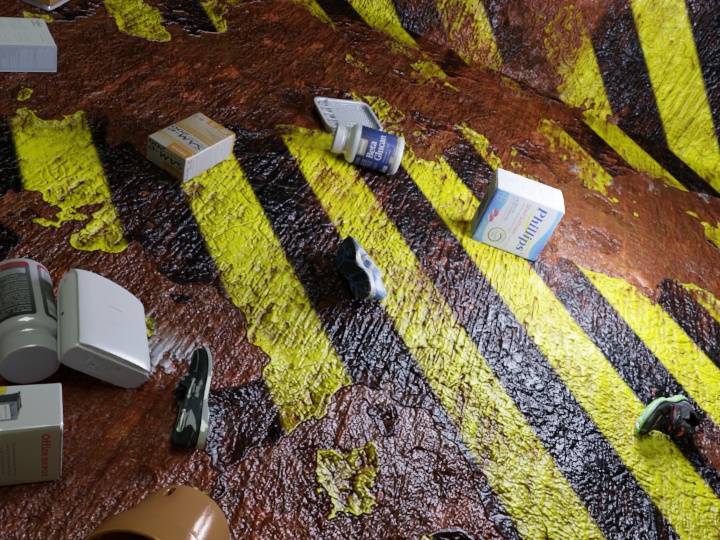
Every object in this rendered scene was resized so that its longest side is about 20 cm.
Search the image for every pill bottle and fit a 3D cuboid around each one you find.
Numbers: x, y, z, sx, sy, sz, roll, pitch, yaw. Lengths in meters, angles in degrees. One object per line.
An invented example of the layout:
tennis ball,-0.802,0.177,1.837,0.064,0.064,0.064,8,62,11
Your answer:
pill bottle,0.018,-0.356,1.975,0.197,0.112,0.112,14,40,-10
pill bottle,-0.584,0.086,1.185,0.112,0.115,0.201,-5,47,-30

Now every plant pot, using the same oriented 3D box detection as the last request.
plant pot,-0.270,0.395,0.945,0.198,0.202,0.140,26,22,4

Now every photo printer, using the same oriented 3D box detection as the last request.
photo printer,-0.458,0.095,1.220,0.166,0.069,0.202,38,22,-45

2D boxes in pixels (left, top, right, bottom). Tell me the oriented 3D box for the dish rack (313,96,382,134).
dish rack,-0.043,-0.470,2.129,0.197,0.044,0.173,-2,44,-27

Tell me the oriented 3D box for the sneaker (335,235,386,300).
sneaker,0.000,0.000,1.612,0.076,0.076,0.202,21,33,-39

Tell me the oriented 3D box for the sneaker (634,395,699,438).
sneaker,0.701,0.338,1.554,0.197,0.078,0.084,-8,44,-31

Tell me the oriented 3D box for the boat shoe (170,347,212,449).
boat shoe,-0.299,0.217,1.207,0.059,0.076,0.202,12,39,-21

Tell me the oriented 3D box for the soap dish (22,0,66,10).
soap dish,-1.001,-0.888,2.105,0.197,0.082,0.158,21,39,-1

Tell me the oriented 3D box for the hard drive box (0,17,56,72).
hard drive box,-0.930,-0.602,1.822,0.197,0.077,0.157,-10,49,-34

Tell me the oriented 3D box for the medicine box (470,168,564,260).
medicine box,0.429,-0.153,1.889,0.197,0.184,0.104,19,39,-3

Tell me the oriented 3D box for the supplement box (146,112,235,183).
supplement box,-0.430,-0.317,1.745,0.125,0.074,0.200,31,40,11

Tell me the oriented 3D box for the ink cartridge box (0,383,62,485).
ink cartridge box,-0.543,0.245,1.000,0.197,0.149,0.086,0,44,-27
